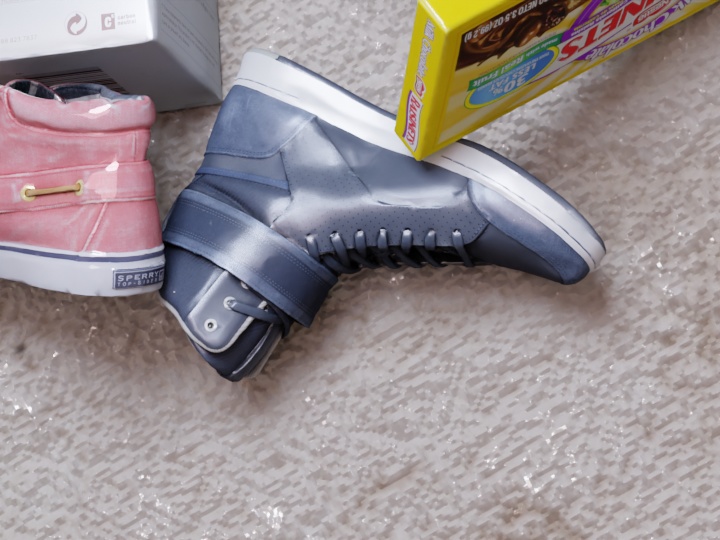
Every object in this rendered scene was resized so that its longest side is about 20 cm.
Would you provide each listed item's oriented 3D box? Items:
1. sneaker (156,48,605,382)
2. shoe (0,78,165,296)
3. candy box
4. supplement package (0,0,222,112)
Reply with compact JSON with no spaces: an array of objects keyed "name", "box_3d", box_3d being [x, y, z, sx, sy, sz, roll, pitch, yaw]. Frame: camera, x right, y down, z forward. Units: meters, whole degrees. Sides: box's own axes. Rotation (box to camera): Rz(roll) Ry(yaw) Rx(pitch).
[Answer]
[{"name":"sneaker","box_3d":[0.000,0.000,0.868,0.201,0.077,0.147,25,79,21]},{"name":"shoe","box_3d":[-0.169,-0.046,0.889,0.199,0.071,0.092,8,101,39]},{"name":"candy box","box_3d":[0.106,-0.124,0.822,0.199,0.102,0.026,-29,70,-19]},{"name":"supplement package","box_3d":[-0.141,-0.185,0.916,0.116,0.117,0.202,-6,79,11]}]
